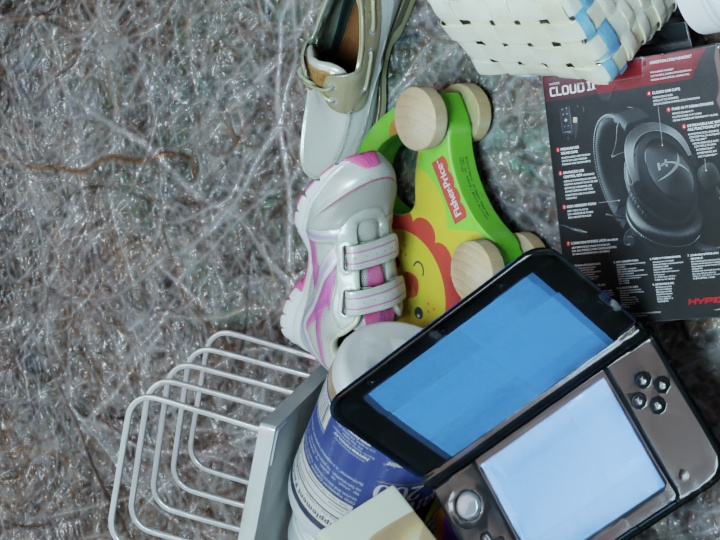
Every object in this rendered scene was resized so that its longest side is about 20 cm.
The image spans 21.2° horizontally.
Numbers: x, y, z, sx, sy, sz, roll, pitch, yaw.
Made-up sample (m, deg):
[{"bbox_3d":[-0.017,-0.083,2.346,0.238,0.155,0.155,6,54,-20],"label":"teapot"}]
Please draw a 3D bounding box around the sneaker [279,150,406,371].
[{"bbox_3d":[0.000,0.000,1.462,0.088,0.081,0.201,46,143,36],"label":"sneaker"}]

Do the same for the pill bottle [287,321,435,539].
[{"bbox_3d":[0.008,0.144,1.447,0.111,0.110,0.201,48,138,27],"label":"pill bottle"}]

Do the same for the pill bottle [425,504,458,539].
[{"bbox_3d":[0.127,0.173,1.406,0.112,0.111,0.201,51,124,25],"label":"pill bottle"}]

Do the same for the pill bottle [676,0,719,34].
[{"bbox_3d":[0.297,-0.200,1.206,0.199,0.110,0.112,-7,90,39],"label":"pill bottle"}]

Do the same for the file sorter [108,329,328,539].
[{"bbox_3d":[-0.105,0.143,1.527,0.123,0.200,0.140,14,107,12],"label":"file sorter"}]

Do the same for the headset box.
[{"bbox_3d":[0.211,-0.067,1.327,0.148,0.077,0.202,-6,90,41],"label":"headset box"}]

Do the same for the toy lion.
[{"bbox_3d":[0.046,-0.021,1.496,0.191,0.068,0.202,-32,74,47],"label":"toy lion"}]

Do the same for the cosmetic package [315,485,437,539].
[{"bbox_3d":[0.051,0.261,1.338,0.200,0.071,0.106,50,156,25],"label":"cosmetic package"}]

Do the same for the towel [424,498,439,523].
[{"bbox_3d":[0.054,0.155,1.499,0.086,0.018,0.201,47,137,28],"label":"towel"}]

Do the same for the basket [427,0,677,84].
[{"bbox_3d":[0.151,-0.232,1.316,0.175,0.201,0.139,6,144,41],"label":"basket"}]

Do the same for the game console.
[{"bbox_3d":[0.110,0.111,1.279,0.200,0.118,0.172,-38,68,23],"label":"game console"}]

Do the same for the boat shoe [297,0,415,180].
[{"bbox_3d":[-0.017,-0.161,1.523,0.074,0.068,0.202,29,114,35],"label":"boat shoe"}]
